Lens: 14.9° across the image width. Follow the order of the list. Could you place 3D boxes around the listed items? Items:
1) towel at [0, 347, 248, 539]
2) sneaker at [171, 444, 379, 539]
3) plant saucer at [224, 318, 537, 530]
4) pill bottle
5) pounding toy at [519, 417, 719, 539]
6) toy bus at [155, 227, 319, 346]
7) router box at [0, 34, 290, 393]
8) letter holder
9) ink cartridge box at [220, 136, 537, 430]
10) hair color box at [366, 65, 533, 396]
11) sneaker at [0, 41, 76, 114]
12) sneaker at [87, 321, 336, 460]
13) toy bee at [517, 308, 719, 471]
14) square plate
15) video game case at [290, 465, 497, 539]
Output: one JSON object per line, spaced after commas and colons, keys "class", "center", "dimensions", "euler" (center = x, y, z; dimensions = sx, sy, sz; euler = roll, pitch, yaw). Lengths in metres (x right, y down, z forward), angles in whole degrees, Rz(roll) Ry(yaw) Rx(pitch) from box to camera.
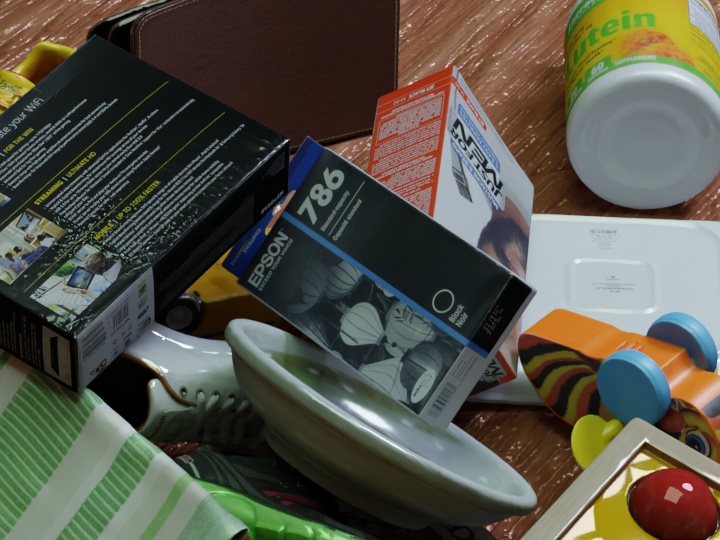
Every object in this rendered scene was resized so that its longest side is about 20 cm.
{"class": "towel", "center": [-0.171, 0.144, 1.502], "dimensions": [0.200, 0.023, 0.153], "euler": [38, 91, 34]}
{"class": "sneaker", "center": [-0.031, 0.142, 1.506], "dimensions": [0.199, 0.077, 0.084], "euler": [25, 40, 25]}
{"class": "plant saucer", "center": [0.002, 0.097, 1.541], "dimensions": [0.199, 0.050, 0.200], "euler": [31, 6, -3]}
{"class": "pill bottle", "center": [0.197, -0.141, 1.921], "dimensions": [0.110, 0.112, 0.201], "euler": [2, 35, 2]}
{"class": "pounding toy", "center": [0.190, 0.176, 1.436], "dimensions": [0.199, 0.143, 0.184], "euler": [29, 43, 20]}
{"class": "toy bus", "center": [-0.085, 0.024, 1.708], "dimensions": [0.199, 0.079, 0.065], "euler": [-12, 36, -18]}
{"class": "router box", "center": [-0.156, -0.037, 1.580], "dimensions": [0.149, 0.051, 0.200], "euler": [29, 51, 22]}
{"class": "letter holder", "center": [-0.082, -0.162, 1.914], "dimensions": [0.199, 0.143, 0.101], "euler": [-15, 38, -21]}
{"class": "ink cartridge box", "center": [0.000, 0.000, 1.604], "dimensions": [0.200, 0.100, 0.039], "euler": [34, 2, 35]}
{"class": "hair color box", "center": [0.053, -0.023, 1.722], "dimensions": [0.064, 0.111, 0.201], "euler": [-21, 32, 23]}
{"class": "sneaker", "center": [-0.256, -0.092, 1.869], "dimensions": [0.073, 0.078, 0.200], "euler": [15, 39, 16]}
{"class": "sneaker", "center": [-0.099, 0.082, 1.600], "dimensions": [0.199, 0.073, 0.085], "euler": [19, 31, -17]}
{"class": "toy bee", "center": [0.180, 0.088, 1.619], "dimensions": [0.130, 0.109, 0.200], "euler": [-22, 22, -20]}
{"class": "square plate", "center": [0.159, 0.019, 1.767], "dimensions": [0.198, 0.029, 0.199], "euler": [3, 36, 2]}
{"class": "video game case", "center": [-0.019, 0.177, 1.542], "dimensions": [0.199, 0.026, 0.181], "euler": [-21, 42, -29]}
